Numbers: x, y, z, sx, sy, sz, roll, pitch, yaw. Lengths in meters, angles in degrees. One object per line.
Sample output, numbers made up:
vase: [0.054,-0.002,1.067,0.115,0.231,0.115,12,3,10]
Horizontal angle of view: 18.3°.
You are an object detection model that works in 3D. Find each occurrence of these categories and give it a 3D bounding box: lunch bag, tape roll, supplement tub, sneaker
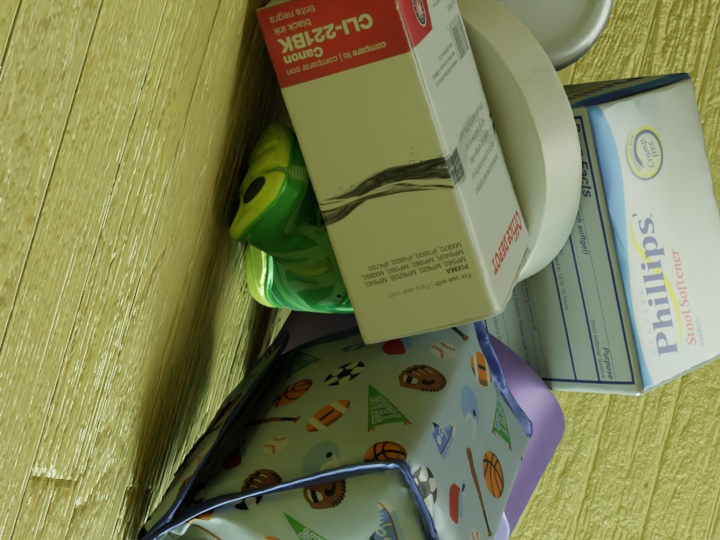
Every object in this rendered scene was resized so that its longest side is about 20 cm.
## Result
lunch bag: [-0.025,0.114,1.270,0.124,0.199,0.170,65,29,-21]
tape roll: [0.052,-0.082,1.396,0.037,0.202,0.204,-25,138,-38]
supplement tub: [0.080,-0.180,1.488,0.200,0.122,0.123,173,-66,-74]
tape roll: [0.029,0.095,1.471,0.085,0.199,0.200,-59,166,-23]
sneaker: [-0.028,-0.027,1.313,0.200,0.083,0.075,78,29,-71]

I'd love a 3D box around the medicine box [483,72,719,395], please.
medicine box: [0.130,-0.023,1.452,0.103,0.199,0.183,-20,102,-37]

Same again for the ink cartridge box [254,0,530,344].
ink cartridge box: [0.023,-0.077,1.268,0.144,0.083,0.201,-55,128,-70]
